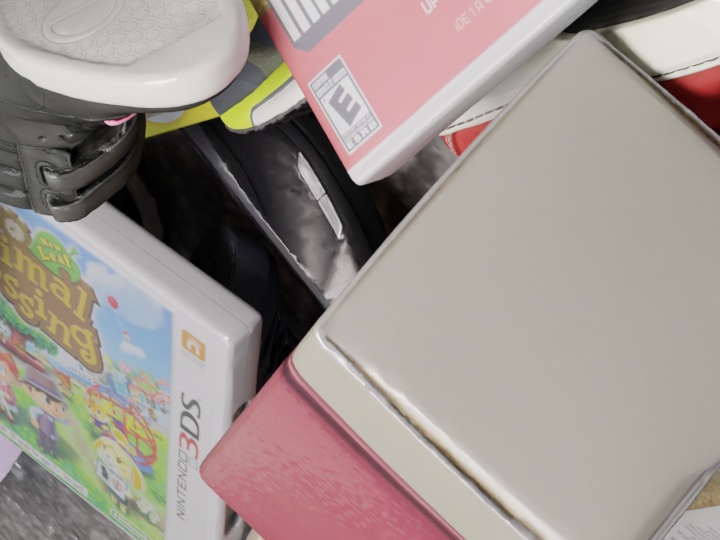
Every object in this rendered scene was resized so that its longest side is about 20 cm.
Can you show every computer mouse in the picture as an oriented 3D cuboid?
[{"bbox_3d":[0.000,0.000,0.931,0.200,0.046,0.140,51,178,12],"label":"computer mouse"}]

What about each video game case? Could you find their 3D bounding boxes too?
[{"bbox_3d":[-0.124,0.026,0.958,0.200,0.022,0.182,35,145,21],"label":"video game case"},{"bbox_3d":[-0.004,-0.144,0.670,0.143,0.017,0.200,-39,76,42],"label":"video game case"}]

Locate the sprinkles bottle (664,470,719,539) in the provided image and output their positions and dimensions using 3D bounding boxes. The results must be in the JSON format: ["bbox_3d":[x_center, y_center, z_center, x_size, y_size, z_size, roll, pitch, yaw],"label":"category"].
[{"bbox_3d":[0.128,0.068,0.837,0.068,0.068,0.200,50,149,-11],"label":"sprinkles bottle"}]

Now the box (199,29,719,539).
[{"bbox_3d":[0.042,0.034,0.718,0.109,0.128,0.200,42,159,1],"label":"box"}]

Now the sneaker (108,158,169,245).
[{"bbox_3d":[-0.143,-0.044,1.009,0.072,0.083,0.200,24,145,31],"label":"sneaker"}]

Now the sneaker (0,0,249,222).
[{"bbox_3d":[-0.086,-0.061,0.771,0.200,0.071,0.099,19,145,48],"label":"sneaker"}]

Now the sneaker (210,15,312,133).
[{"bbox_3d":[0.006,-0.119,0.726,0.081,0.074,0.200,52,128,12],"label":"sneaker"}]

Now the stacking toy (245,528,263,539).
[{"bbox_3d":[0.052,0.161,0.939,0.200,0.146,0.146,25,147,50],"label":"stacking toy"}]

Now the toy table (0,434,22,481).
[{"bbox_3d":[-0.251,0.063,1.209,0.117,0.184,0.200,34,145,-19],"label":"toy table"}]

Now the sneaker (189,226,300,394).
[{"bbox_3d":[-0.045,0.034,1.002,0.082,0.070,0.200,20,165,-7],"label":"sneaker"}]

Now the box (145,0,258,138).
[{"bbox_3d":[-0.067,-0.112,0.823,0.199,0.048,0.118,-11,121,35],"label":"box"}]

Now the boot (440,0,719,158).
[{"bbox_3d":[0.113,-0.037,0.726,0.144,0.072,0.200,48,156,-12],"label":"boot"}]
